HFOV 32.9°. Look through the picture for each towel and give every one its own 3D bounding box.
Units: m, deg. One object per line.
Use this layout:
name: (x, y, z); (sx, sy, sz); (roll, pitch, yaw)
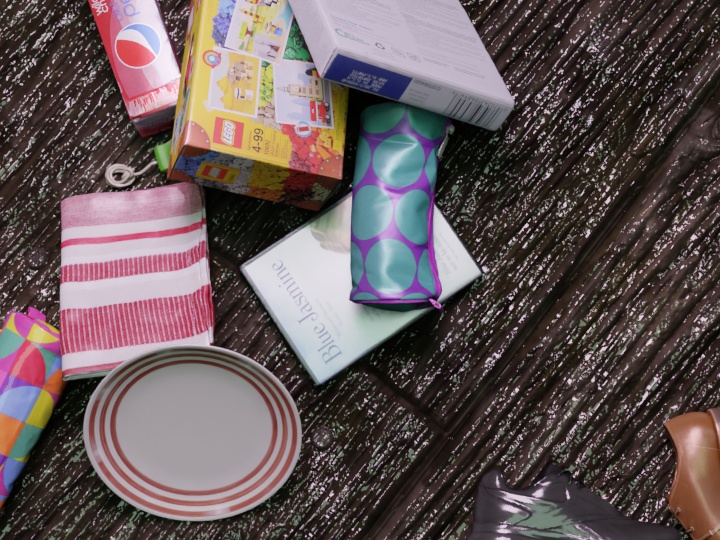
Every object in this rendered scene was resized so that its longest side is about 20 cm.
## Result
towel: (-0.213, 0.004, 1.148); (0.143, 0.023, 0.201); (-8, 57, -1)

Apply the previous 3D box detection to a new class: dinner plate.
dinner plate: (-0.153, 0.148, 1.122); (0.199, 0.024, 0.201); (-1, 121, -2)

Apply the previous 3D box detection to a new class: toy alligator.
toy alligator: (-0.159, -0.122, 1.190); (0.199, 0.054, 0.060); (-17, 82, -2)

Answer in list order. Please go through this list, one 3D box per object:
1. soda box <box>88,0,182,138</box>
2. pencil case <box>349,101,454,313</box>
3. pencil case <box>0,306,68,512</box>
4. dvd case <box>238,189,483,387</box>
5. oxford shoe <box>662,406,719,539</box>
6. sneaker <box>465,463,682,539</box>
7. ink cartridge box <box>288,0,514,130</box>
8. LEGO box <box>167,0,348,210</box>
soda box: (-0.223, -0.237, 1.199); (0.063, 0.070, 0.201); (-20, 82, -3)
pencil case: (0.039, -0.061, 1.146); (0.092, 0.085, 0.201); (2, 81, 15)
pencil case: (-0.334, 0.135, 1.144); (0.088, 0.088, 0.201); (26, 81, 4)
dvd case: (0.000, 0.000, 1.189); (0.200, 0.018, 0.143); (-34, 84, -4)
oxford shoe: (0.322, 0.231, 1.131); (0.071, 0.071, 0.201); (-8, 71, 5)
sneaker: (0.200, 0.228, 1.130); (0.199, 0.076, 0.091); (7, 73, -2)
ink cartridge box: (0.028, -0.226, 1.133); (0.196, 0.043, 0.200); (12, 39, -31)
LEGO box: (-0.091, -0.172, 1.140); (0.148, 0.077, 0.201); (11, 65, -17)
